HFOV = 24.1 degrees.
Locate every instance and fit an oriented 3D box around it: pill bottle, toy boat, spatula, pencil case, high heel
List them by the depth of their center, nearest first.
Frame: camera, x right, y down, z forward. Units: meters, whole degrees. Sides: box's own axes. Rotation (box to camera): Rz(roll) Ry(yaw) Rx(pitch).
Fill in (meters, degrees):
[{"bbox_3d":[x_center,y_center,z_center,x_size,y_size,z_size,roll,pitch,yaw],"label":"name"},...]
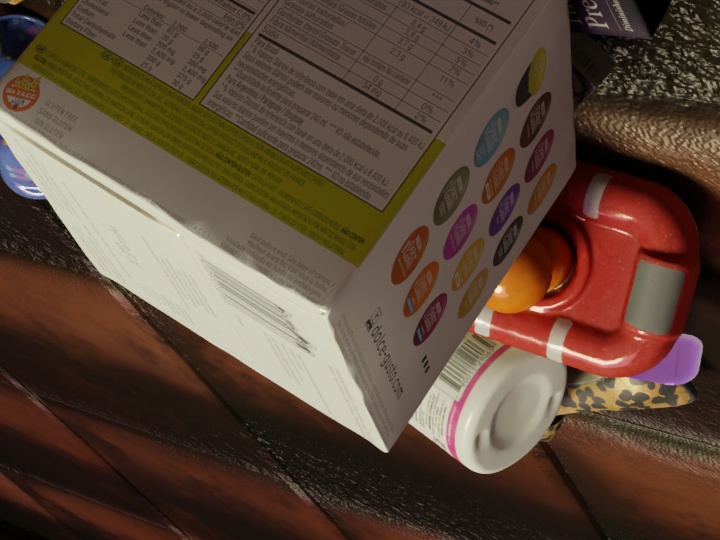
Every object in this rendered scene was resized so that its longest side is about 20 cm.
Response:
[{"bbox_3d":[0.108,-0.006,1.071,0.199,0.131,0.131,18,-165,24],"label":"toy boat"},{"bbox_3d":[0.138,0.034,1.162,0.199,0.021,0.057,22,144,22],"label":"spatula"},{"bbox_3d":[0.053,0.060,1.310,0.200,0.113,0.113,35,167,36],"label":"pill bottle"},{"bbox_3d":[0.193,0.110,1.348,0.142,0.071,0.200,28,151,20],"label":"high heel"},{"bbox_3d":[-0.265,-0.132,1.372,0.086,0.078,0.200,-6,158,-6],"label":"pencil case"}]

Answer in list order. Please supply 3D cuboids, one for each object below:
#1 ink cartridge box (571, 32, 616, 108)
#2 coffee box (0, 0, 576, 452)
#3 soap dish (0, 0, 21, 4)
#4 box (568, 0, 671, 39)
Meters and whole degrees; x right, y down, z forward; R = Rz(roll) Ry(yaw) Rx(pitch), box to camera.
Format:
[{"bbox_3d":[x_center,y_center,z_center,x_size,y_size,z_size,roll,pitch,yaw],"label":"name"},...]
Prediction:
[{"bbox_3d":[0.050,-0.089,0.989,0.099,0.039,0.200,43,133,-1],"label":"ink cartridge box"},{"bbox_3d":[-0.026,-0.066,0.847,0.199,0.198,0.200,30,164,19],"label":"coffee box"},{"bbox_3d":[-0.252,-0.260,1.054,0.157,0.081,0.200,29,158,-2],"label":"soap dish"},{"bbox_3d":[0.061,-0.205,0.796,0.141,0.079,0.200,15,155,38],"label":"box"}]
